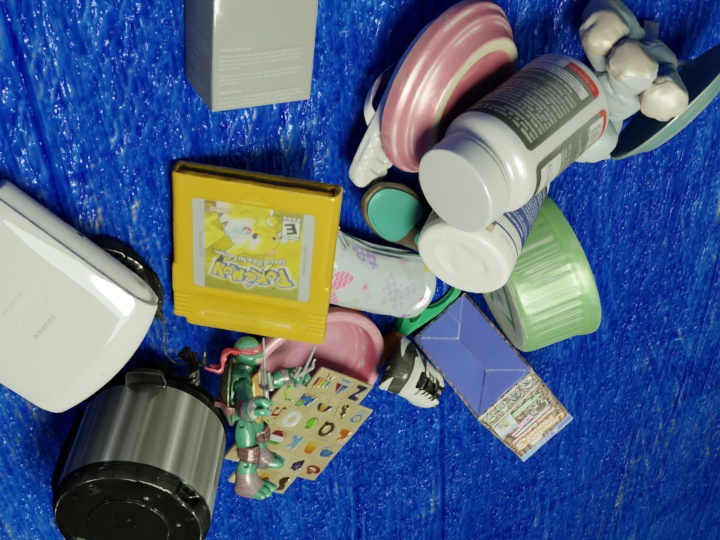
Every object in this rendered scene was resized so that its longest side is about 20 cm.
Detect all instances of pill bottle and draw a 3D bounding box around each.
[{"bbox_3d":[0.159,-0.133,0.966,0.200,0.114,0.114,-38,141,-29],"label":"pill bottle"},{"bbox_3d":[0.152,-0.082,1.068,0.201,0.110,0.111,-60,147,-31],"label":"pill bottle"}]

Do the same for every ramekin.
[{"bbox_3d":[0.212,0.005,1.178,0.097,0.201,0.201,-23,136,-4],"label":"ramekin"}]

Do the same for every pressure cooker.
[{"bbox_3d":[-0.241,0.213,1.054,0.176,0.201,0.178,-36,119,28],"label":"pressure cooker"}]

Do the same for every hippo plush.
[{"bbox_3d":[0.283,-0.219,1.100,0.159,0.200,0.161,43,123,-6],"label":"hippo plush"}]

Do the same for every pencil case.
[{"bbox_3d":[0.000,0.000,1.110,0.199,0.083,0.091,17,102,-41],"label":"pencil case"}]

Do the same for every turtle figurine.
[{"bbox_3d":[-0.115,0.148,1.057,0.150,0.100,0.202,-37,135,-61],"label":"turtle figurine"}]

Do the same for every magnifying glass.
[{"bbox_3d":[0.066,0.066,1.256,0.079,0.022,0.200,26,106,-44],"label":"magnifying glass"}]

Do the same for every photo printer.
[{"bbox_3d":[-0.310,0.035,0.895,0.200,0.070,0.166,40,100,-24],"label":"photo printer"}]

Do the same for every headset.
[{"bbox_3d":[-0.250,0.052,0.978,0.124,0.094,0.200,-46,125,9],"label":"headset"}]

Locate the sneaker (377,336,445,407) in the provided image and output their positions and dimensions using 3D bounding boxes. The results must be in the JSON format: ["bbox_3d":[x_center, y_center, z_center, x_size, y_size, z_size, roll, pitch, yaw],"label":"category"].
[{"bbox_3d":[0.074,0.139,1.220,0.074,0.080,0.200,-62,168,-4],"label":"sneaker"}]

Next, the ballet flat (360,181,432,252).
[{"bbox_3d":[0.055,-0.063,1.103,0.068,0.069,0.200,-46,137,12],"label":"ballet flat"}]

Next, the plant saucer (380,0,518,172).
[{"bbox_3d":[0.105,-0.189,0.996,0.200,0.051,0.201,-40,152,-26],"label":"plant saucer"}]

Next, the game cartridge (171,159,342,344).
[{"bbox_3d":[-0.115,-0.014,0.994,0.175,0.033,0.201,9,125,2],"label":"game cartridge"}]

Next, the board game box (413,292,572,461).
[{"bbox_3d":[0.187,0.151,1.292,0.097,0.160,0.200,-41,143,3],"label":"board game box"}]

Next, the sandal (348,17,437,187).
[{"bbox_3d":[0.032,-0.184,0.995,0.082,0.050,0.204,-6,129,-60],"label":"sandal"}]

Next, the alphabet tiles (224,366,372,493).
[{"bbox_3d":[-0.077,0.209,1.195,0.166,0.006,0.200,26,109,-44],"label":"alphabet tiles"}]

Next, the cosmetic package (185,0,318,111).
[{"bbox_3d":[-0.098,-0.253,0.832,0.106,0.090,0.201,-11,128,-26],"label":"cosmetic package"}]

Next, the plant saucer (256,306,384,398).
[{"bbox_3d":[-0.067,0.121,1.179,0.199,0.051,0.202,-18,134,-20],"label":"plant saucer"}]

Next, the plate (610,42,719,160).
[{"bbox_3d":[0.388,-0.203,1.138,0.026,0.200,0.200,43,98,-6],"label":"plate"}]
